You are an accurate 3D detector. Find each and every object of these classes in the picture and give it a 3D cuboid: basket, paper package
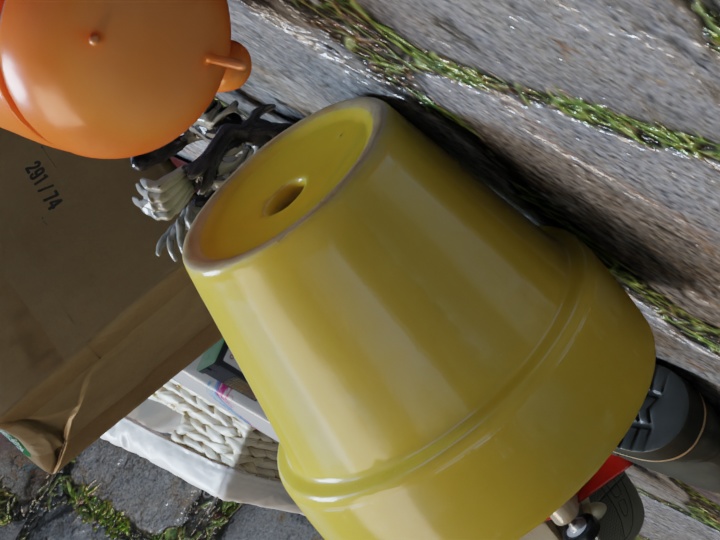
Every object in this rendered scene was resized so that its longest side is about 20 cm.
[{"bbox_3d":[-0.094,0.087,2.161,0.198,0.161,0.200,24,-175,36],"label":"basket"},{"bbox_3d":[-0.193,-0.010,1.701,0.200,0.191,0.103,50,179,27],"label":"paper package"}]

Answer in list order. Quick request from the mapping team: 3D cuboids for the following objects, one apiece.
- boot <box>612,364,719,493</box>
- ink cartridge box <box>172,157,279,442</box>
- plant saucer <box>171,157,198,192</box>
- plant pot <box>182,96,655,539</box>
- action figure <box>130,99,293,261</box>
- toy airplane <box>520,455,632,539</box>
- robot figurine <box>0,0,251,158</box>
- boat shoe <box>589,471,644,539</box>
[{"bbox_3d":[0.155,0.092,1.715,0.200,0.078,0.138,25,176,42],"label":"boot"},{"bbox_3d":[-0.042,0.035,1.804,0.200,0.145,0.084,30,172,8],"label":"ink cartridge box"},{"bbox_3d":[-0.143,-0.054,2.043,0.200,0.037,0.200,23,170,40],"label":"plant saucer"},{"bbox_3d":[0.016,0.023,1.371,0.189,0.201,0.201,50,166,-21],"label":"plant pot"},{"bbox_3d":[-0.090,-0.057,1.553,0.200,0.102,0.119,29,162,19],"label":"action figure"},{"bbox_3d":[0.102,0.155,2.081,0.199,0.141,0.200,17,138,7],"label":"toy airplane"},{"bbox_3d":[-0.134,-0.115,1.266,0.200,0.117,0.144,22,148,55],"label":"robot figurine"},{"bbox_3d":[0.141,0.150,2.179,0.202,0.074,0.065,35,179,-4],"label":"boat shoe"}]
